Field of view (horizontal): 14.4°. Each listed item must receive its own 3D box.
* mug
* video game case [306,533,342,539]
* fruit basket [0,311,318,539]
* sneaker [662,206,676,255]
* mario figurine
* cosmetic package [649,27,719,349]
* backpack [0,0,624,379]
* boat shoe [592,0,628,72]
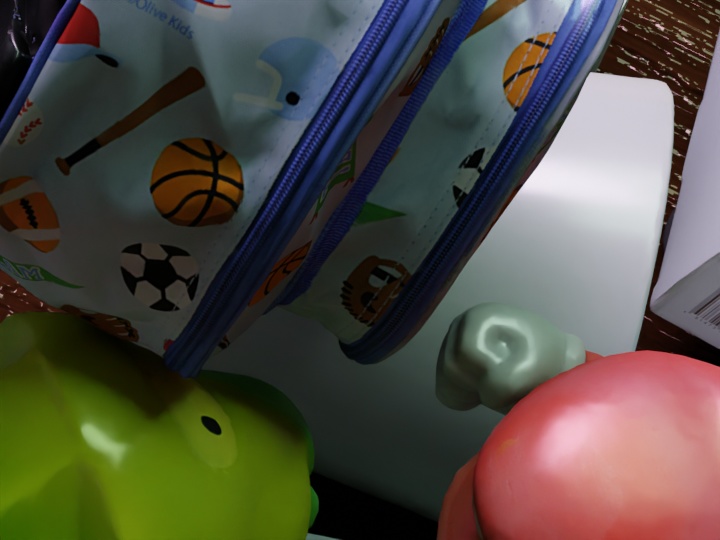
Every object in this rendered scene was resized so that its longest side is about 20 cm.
[{"bbox_3d":[-0.001,0.006,0.879,0.153,0.187,0.150,13,66,-3],"label":"mug"},{"bbox_3d":[-0.049,0.128,0.745,0.200,0.023,0.182,13,35,-17],"label":"video game case"},{"bbox_3d":[-0.102,0.057,0.666,0.215,0.156,0.216,-6,46,6],"label":"fruit basket"},{"bbox_3d":[0.161,-0.040,1.072,0.075,0.079,0.200,21,34,-9],"label":"sneaker"},{"bbox_3d":[0.074,0.079,0.737,0.123,0.106,0.200,21,-3,31],"label":"mario figurine"},{"bbox_3d":[0.210,-0.010,1.009,0.200,0.052,0.151,28,52,-15],"label":"cosmetic package"},{"bbox_3d":[-0.023,-0.061,0.692,0.154,0.200,0.191,27,21,2],"label":"backpack"},{"bbox_3d":[0.050,-0.077,1.059,0.062,0.073,0.200,28,27,7],"label":"boat shoe"}]
